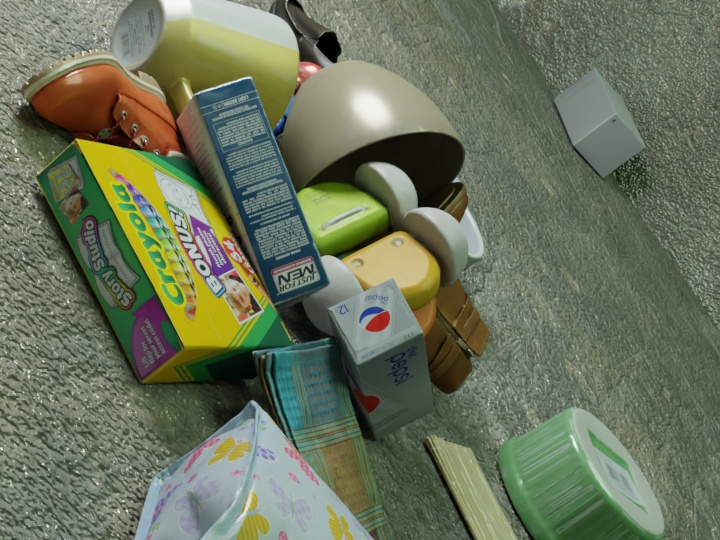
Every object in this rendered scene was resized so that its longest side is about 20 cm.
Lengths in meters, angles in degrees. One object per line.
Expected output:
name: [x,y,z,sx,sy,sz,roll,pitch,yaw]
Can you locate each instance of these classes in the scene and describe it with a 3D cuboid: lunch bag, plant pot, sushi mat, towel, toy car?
lunch bag: [-0.066,0.209,1.044,0.170,0.127,0.200,50,9,-15]
plant pot: [-0.004,-0.145,1.676,0.200,0.200,0.135,20,43,-58]
sushi mat: [0.132,0.260,1.595,0.096,0.012,0.200,25,33,-56]
towel: [-0.025,0.156,1.308,0.147,0.022,0.201,-6,78,-68]
toy car: [0.000,0.000,1.558,0.200,0.175,0.150,45,-30,35]

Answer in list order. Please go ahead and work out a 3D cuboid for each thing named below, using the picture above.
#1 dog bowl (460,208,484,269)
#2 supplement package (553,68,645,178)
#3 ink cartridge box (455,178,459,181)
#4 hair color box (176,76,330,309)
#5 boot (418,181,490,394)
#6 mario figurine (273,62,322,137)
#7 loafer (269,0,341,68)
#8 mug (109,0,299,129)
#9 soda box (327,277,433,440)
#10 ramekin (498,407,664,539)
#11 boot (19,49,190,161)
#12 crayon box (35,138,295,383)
dog bowl: [0.061,-0.074,1.932,0.200,0.079,0.200,45,20,-22]
supplement package: [0.520,-0.323,3.415,0.121,0.120,0.200,43,21,-30]
ink cartridge box: [0.046,-0.179,2.145,0.200,0.044,0.174,55,18,9]
hair color box: [-0.099,-0.064,1.415,0.100,0.060,0.201,151,-81,-72]
boot: [0.094,0.020,1.688,0.155,0.200,0.077,40,-21,-22]
mario figurine: [-0.103,-0.170,1.764,0.200,0.106,0.124,-32,121,-61]
loafer: [-0.058,-0.293,2.058,0.073,0.071,0.200,28,31,-51]
mug: [-0.154,-0.206,1.549,0.153,0.150,0.186,20,5,-45]
soda box: [0.021,0.085,1.437,0.064,0.068,0.200,61,-8,25]
ramekin: [0.254,0.252,1.763,0.200,0.098,0.200,45,19,-21]
boot: [-0.218,-0.129,1.385,0.107,0.075,0.200,63,20,16]
crayon box: [-0.160,-0.006,1.301,0.200,0.058,0.172,60,21,17]
